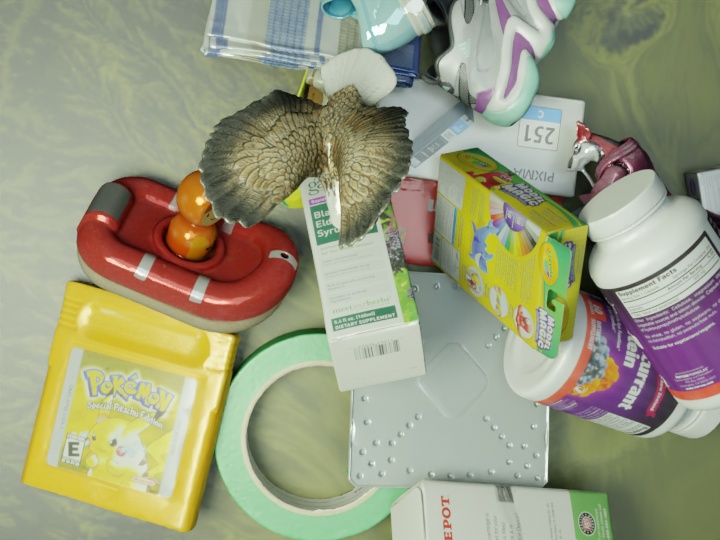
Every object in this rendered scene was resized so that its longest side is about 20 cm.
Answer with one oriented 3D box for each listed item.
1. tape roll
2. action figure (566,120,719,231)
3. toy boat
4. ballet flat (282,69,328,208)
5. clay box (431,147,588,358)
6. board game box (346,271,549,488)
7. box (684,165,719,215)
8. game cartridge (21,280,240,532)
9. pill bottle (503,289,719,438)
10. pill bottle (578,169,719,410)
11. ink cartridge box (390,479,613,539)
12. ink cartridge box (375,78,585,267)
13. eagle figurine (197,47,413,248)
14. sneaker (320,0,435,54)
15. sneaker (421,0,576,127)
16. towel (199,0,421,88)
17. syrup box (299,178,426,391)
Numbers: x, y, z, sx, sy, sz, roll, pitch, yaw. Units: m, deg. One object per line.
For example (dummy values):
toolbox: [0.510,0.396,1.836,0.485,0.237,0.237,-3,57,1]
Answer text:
tape roll: [-0.040,0.157,1.316,0.200,0.048,0.201,0,94,-4]
action figure: [0.259,-0.058,1.250,0.149,0.134,0.200,-24,107,42]
toy boat: [-0.149,-0.036,1.238,0.200,0.131,0.131,22,131,-6]
ballet flat: [-0.034,-0.153,1.277,0.067,0.067,0.200,23,94,18]
clay box: [0.135,-0.017,1.211,0.048,0.200,0.115,-13,124,-26]
board game box: [0.084,0.104,1.294,0.200,0.026,0.200,4,85,-18]
box: [0.355,-0.001,1.333,0.041,0.039,0.200,-11,95,-4]
game cartridge: [-0.217,0.126,1.287,0.176,0.032,0.200,14,94,12]
pill bottle: [0.245,0.092,1.283,0.200,0.111,0.112,20,93,-24]
pill bottle: [0.273,0.015,1.178,0.112,0.112,0.200,-37,103,0]
ink cartridge box: [0.133,0.279,1.265,0.200,0.084,0.146,8,62,-20]
ink cartridge box: [0.104,-0.087,1.308,0.200,0.045,0.177,7,93,-4]
eagle figurine: [-0.026,-0.094,1.140,0.152,0.200,0.151,-38,88,17]
sneaker: [-0.011,-0.275,1.237,0.082,0.074,0.200,-30,57,3]
sneaker: [0.118,-0.245,1.259,0.140,0.078,0.200,26,69,-8]
towel: [-0.041,-0.240,1.266,0.200,0.024,0.147,8,58,-5]
syrup box: [0.000,0.000,1.208,0.079,0.082,0.200,-11,51,-1]
